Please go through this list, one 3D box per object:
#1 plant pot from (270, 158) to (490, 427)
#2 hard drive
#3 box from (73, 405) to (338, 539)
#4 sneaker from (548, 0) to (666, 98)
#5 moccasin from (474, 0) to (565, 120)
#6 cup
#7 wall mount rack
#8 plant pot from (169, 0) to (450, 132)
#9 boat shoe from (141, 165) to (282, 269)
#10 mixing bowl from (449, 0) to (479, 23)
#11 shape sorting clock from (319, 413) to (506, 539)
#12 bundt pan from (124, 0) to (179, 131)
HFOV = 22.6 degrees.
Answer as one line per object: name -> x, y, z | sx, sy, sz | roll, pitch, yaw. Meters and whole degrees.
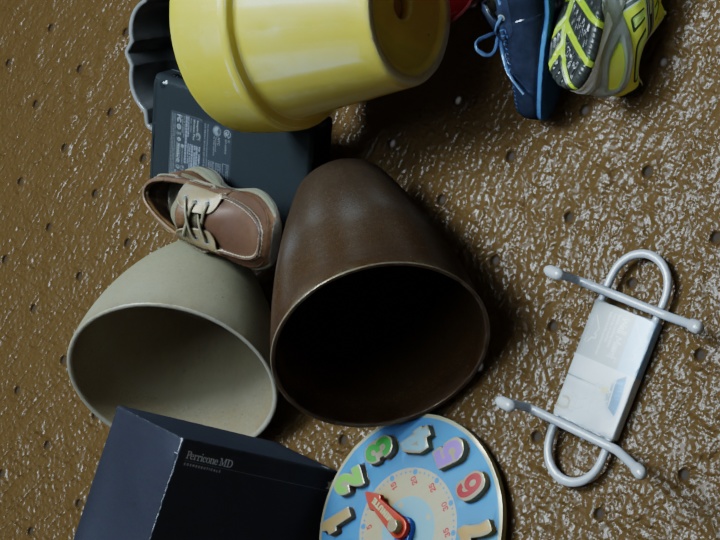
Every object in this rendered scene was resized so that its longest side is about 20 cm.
plant pot -> 0.000, 0.000, 1.570 | 0.187, 0.186, 0.201 | -45, 36, 24
hard drive -> -0.118, -0.102, 1.736 | 0.199, 0.033, 0.141 | 20, 115, 32
box -> -0.141, 0.235, 1.598 | 0.104, 0.199, 0.183 | 20, 90, 46
sneaker -> 0.215, -0.239, 1.490 | 0.075, 0.076, 0.201 | 20, 93, 57
moccasin -> 0.136, -0.226, 1.517 | 0.068, 0.080, 0.201 | 8, 117, 23
cup -> -0.163, 0.055, 1.707 | 0.200, 0.200, 0.144 | -31, 30, 34
wall mount rack -> 0.196, 0.080, 1.406 | 0.173, 0.074, 0.201 | 23, 94, 46
plant pot -> -0.032, -0.222, 1.565 | 0.188, 0.200, 0.202 | 1, 77, 36
boat shoe -> -0.140, -0.047, 1.663 | 0.200, 0.071, 0.076 | 23, 111, 55
mixing bowl -> 0.081, -0.324, 1.602 | 0.200, 0.108, 0.201 | 28, 127, 44
shape sorting clock -> 0.040, 0.221, 1.539 | 0.199, 0.039, 0.201 | -16, 67, 41
bundt pan -> -0.136, -0.206, 1.787 | 0.201, 0.076, 0.203 | 13, 113, 34
